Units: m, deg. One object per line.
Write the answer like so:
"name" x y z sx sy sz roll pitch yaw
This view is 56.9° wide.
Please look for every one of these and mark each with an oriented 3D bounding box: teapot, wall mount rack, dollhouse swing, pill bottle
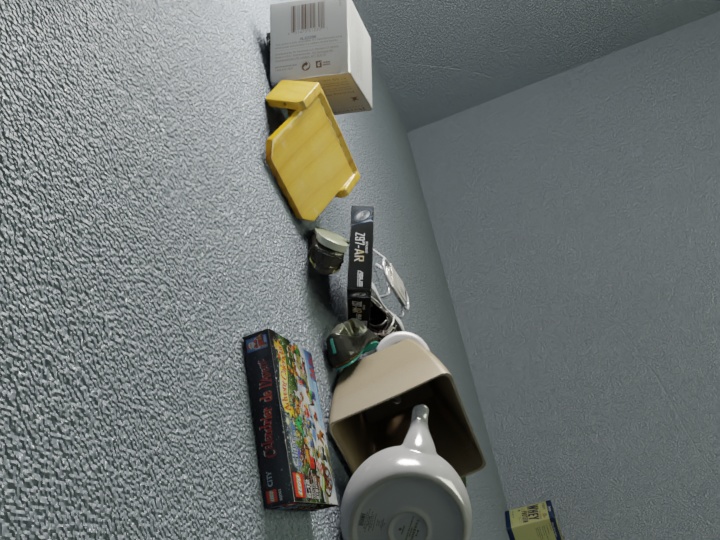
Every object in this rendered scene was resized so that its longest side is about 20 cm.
"teapot" 0.061 0.335 0.947 0.199 0.198 0.146 58 4 -8
"wall mount rack" 0.057 0.019 1.618 0.201 0.073 0.176 56 24 -53
"dollhouse swing" -0.122 -0.212 1.226 0.181 0.176 0.202 21 -33 48
"pill bottle" 0.083 0.198 1.326 0.200 0.110 0.114 80 -4 -71

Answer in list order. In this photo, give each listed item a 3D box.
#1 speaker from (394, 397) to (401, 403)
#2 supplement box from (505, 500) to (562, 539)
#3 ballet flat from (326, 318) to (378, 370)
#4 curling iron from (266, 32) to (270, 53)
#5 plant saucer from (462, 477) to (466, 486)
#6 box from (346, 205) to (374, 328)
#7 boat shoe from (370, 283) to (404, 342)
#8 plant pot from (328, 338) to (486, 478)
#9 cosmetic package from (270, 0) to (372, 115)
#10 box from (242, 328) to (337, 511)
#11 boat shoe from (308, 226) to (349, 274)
"speaker" 0.083 0.308 1.291 0.201 0.080 0.082 58 18 -51
"supplement box" 0.718 1.084 2.719 0.134 0.197 0.203 -50 121 -76
"ballet flat" -0.013 0.121 1.169 0.069 0.067 0.200 64 11 5
"curling iron" -0.164 -0.476 1.423 0.200 0.025 0.050 -57 139 -74
"plant saucer" 0.212 0.454 1.643 0.200 0.031 0.203 167 -90 -81
"box" 0.000 0.000 1.225 0.201 0.043 0.163 91 2 -65
"boat shoe" 0.041 0.107 1.399 0.068 0.073 0.201 -98 165 -56
"plant pot" 0.064 0.231 1.089 0.178 0.197 0.202 -108 174 -64
"cosmetic package" -0.075 -0.431 1.359 0.200 0.164 0.170 25 62 -74
"box" -0.085 0.187 0.816 0.137 0.037 0.203 47 28 -63
"boat shoe" -0.061 -0.036 1.192 0.201 0.071 0.061 -100 -149 -82
